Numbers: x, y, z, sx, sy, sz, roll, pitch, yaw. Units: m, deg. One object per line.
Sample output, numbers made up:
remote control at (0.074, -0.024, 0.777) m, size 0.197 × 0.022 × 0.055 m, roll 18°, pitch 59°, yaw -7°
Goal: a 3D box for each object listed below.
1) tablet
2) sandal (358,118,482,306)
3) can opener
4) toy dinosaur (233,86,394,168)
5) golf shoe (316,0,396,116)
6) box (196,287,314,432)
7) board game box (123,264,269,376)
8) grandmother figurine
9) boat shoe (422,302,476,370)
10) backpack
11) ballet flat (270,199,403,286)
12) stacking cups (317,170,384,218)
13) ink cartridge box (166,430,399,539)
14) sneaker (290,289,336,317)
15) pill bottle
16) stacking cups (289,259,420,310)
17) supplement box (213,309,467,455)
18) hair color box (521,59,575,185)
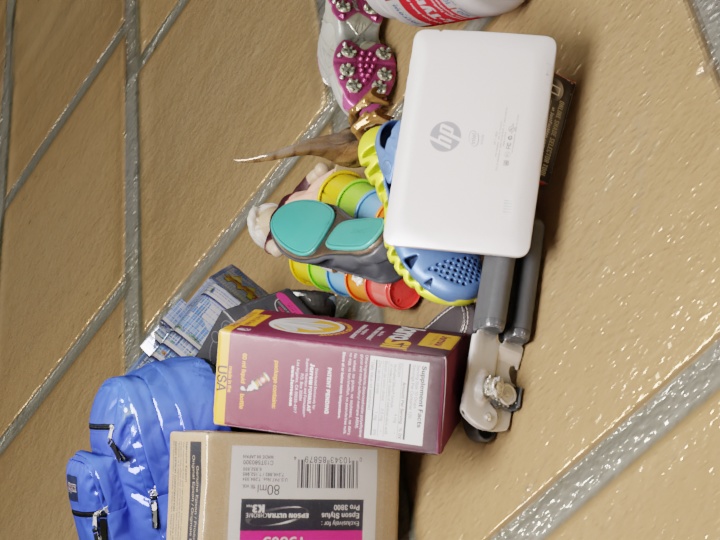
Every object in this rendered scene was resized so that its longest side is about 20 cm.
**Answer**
tablet at (0.095, -0.113, 1.438) m, size 0.129 × 0.014 × 0.202 m, roll 5°, pitch 75°, yaw 15°
sandal at (0.060, -0.062, 1.476) m, size 0.087 × 0.079 × 0.201 m, roll -50°, pitch 57°, yaw 48°
can opener at (0.114, 0.045, 1.420) m, size 0.066 × 0.052 × 0.202 m, roll -15°, pitch 58°, yaw 56°
toy dinosaur at (-0.014, -0.125, 1.640) m, size 0.061 × 0.199 × 0.106 m, roll 54°, pitch 125°, yaw 31°
golf shoe at (-0.009, -0.225, 1.828) m, size 0.201 × 0.075 × 0.092 m, roll -94°, pitch 22°, yaw -43°
box at (-0.105, 0.136, 1.626) m, size 0.122 × 0.106 × 0.201 m, roll 46°, pitch 125°, yaw 20°
board game box at (-0.175, 0.073, 1.704) m, size 0.200 × 0.062 × 0.200 m, roll -51°, pitch -5°, yaw -13°
grandmother figurine at (-0.068, -0.062, 1.825) m, size 0.121 × 0.061 × 0.200 m, roll -50°, pitch 15°, yaw -27°
boat shoe at (0.040, 0.098, 1.504) m, size 0.200 × 0.064 × 0.072 m, roll -48°, pitch 31°, yaw 32°
backpack at (-0.180, 0.184, 1.504) m, size 0.162 × 0.167 × 0.202 m, roll -9°, pitch 91°, yaw 64°
ballet flat at (-0.017, -0.021, 1.584) m, size 0.199 × 0.073 × 0.074 m, roll 13°, pitch 82°, yaw 56°
stacking cups at (0.028, -0.055, 1.631) m, size 0.200 × 0.060 × 0.061 m, roll 22°, pitch 91°, yaw 59°
ink cartridge box at (-0.066, 0.223, 1.432) m, size 0.075 × 0.199 × 0.166 m, roll -8°, pitch 79°, yaw 56°
sneaker at (-0.074, 0.083, 1.713) m, size 0.200 × 0.073 × 0.081 m, roll 127°, pitch 146°, yaw -55°
pill bottle at (0.082, -0.303, 1.657) m, size 0.200 × 0.112 × 0.113 m, roll 5°, pitch 75°, yaw 62°
stacking cups at (0.000, 0.000, 1.662) m, size 0.200 × 0.060 × 0.061 m, roll 15°, pitch 84°, yaw 59°
supplement box at (-0.015, 0.093, 1.426) m, size 0.110 × 0.198 × 0.086 m, roll -34°, pitch -51°, yaw -74°
hair color box at (0.108, -0.129, 1.544) m, size 0.200 × 0.061 × 0.102 m, roll -3°, pitch 68°, yaw 60°
